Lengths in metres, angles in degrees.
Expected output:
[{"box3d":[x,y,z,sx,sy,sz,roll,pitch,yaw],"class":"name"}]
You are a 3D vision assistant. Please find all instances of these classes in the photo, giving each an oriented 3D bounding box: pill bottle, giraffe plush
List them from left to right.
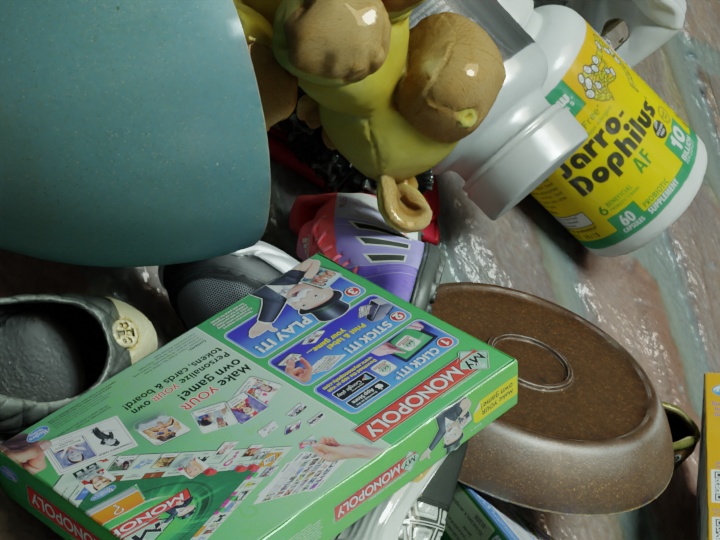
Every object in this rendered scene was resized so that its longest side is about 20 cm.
[{"box3d":[0.002,-0.108,1.003,0.162,0.200,0.173,42,67,-29],"class":"giraffe plush"},{"box3d":[0.047,-0.131,1.212,0.200,0.111,0.111,49,32,4],"class":"pill bottle"},{"box3d":[0.137,-0.111,1.331,0.200,0.113,0.113,43,35,-20],"class":"pill bottle"}]

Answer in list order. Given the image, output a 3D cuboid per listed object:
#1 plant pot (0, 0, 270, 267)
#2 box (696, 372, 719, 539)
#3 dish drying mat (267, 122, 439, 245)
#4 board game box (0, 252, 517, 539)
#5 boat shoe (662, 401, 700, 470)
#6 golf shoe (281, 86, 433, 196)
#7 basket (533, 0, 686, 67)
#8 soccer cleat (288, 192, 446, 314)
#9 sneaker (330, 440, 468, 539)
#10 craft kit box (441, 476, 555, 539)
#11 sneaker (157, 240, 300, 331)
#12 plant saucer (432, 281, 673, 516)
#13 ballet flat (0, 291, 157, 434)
[{"box3d":[-0.145,-0.085,0.900,0.135,0.200,0.200,-19,74,-19],"class":"plant pot"},{"box3d":[0.235,0.159,1.224,0.200,0.041,0.119,-77,166,-47],"class":"box"},{"box3d":[-0.024,-0.084,1.185,0.200,0.018,0.077,28,41,-36],"class":"dish drying mat"},{"box3d":[-0.044,0.070,0.869,0.200,0.029,0.135,-32,45,-33],"class":"board game box"},{"box3d":[0.132,0.089,1.185,0.200,0.068,0.072,15,50,-46],"class":"boat shoe"},{"box3d":[-0.023,-0.125,1.135,0.200,0.078,0.095,47,33,-16],"class":"golf shoe"},{"box3d":[0.122,-0.233,1.404,0.200,0.136,0.123,35,34,-28],"class":"basket"},{"box3d":[0.000,0.000,1.045,0.073,0.068,0.200,16,14,-8],"class":"soccer cleat"},{"box3d":[0.004,0.135,0.885,0.200,0.076,0.088,-56,130,-46],"class":"sneaker"},{"box3d":[0.131,0.201,1.020,0.197,0.049,0.200,35,5,-25],"class":"craft kit box"},{"box3d":[-0.038,0.074,0.970,0.200,0.075,0.114,50,30,-13],"class":"sneaker"},{"box3d":[0.092,0.064,1.103,0.200,0.035,0.200,17,28,-9],"class":"plant saucer"},{"box3d":[-0.158,0.038,0.865,0.200,0.057,0.067,-4,65,-54],"class":"ballet flat"}]
